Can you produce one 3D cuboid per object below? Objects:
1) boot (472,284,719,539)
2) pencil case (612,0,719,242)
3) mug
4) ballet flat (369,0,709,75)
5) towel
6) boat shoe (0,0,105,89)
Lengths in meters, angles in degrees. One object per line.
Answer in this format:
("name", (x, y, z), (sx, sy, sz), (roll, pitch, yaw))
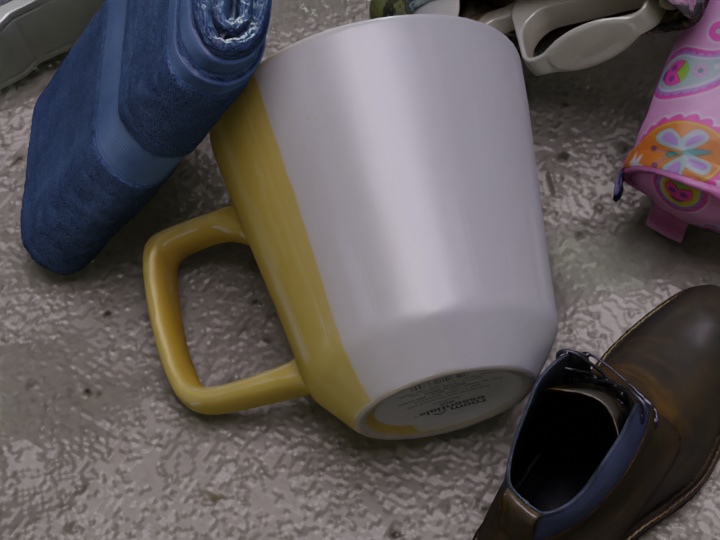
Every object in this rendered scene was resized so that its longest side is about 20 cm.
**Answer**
("boot", (0.118, 0.064, 0.860), (0.074, 0.097, 0.200), (31, 63, 17))
("pencil case", (0.191, -0.111, 0.943), (0.087, 0.087, 0.201), (21, 82, 12))
("mug", (0.009, -0.002, 0.898), (0.149, 0.186, 0.154), (3, 62, -37))
("ballet flat", (0.079, -0.122, 0.945), (0.199, 0.069, 0.072), (-10, 52, 36))
("towel", (-0.096, -0.084, 0.899), (0.048, 0.200, 0.112), (19, 54, -24))
("boat shoe", (-0.152, -0.150, 1.005), (0.199, 0.073, 0.062), (-27, 66, -10))
